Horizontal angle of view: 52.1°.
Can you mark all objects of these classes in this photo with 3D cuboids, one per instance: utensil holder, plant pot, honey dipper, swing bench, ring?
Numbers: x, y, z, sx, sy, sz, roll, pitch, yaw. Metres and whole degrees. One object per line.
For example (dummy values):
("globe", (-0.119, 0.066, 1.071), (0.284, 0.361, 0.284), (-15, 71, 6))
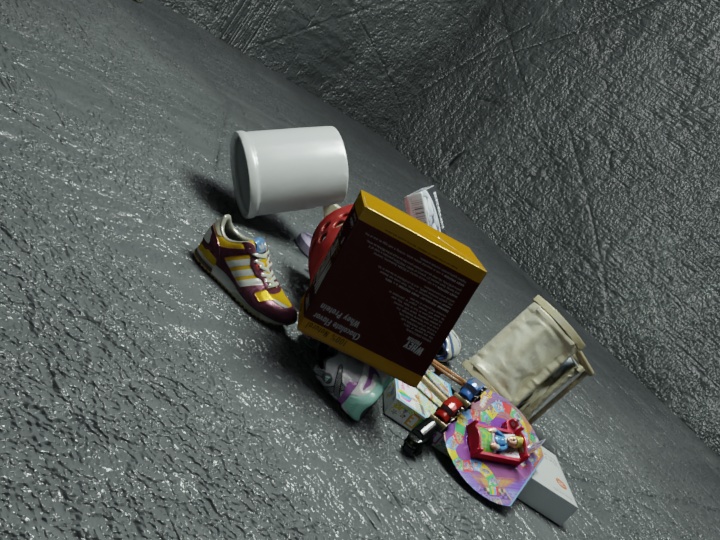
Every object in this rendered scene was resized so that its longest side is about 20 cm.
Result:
("utensil holder", (-0.143, -0.200, 1.458), (0.199, 0.171, 0.170), (-10, 37, -20))
("plant pot", (0.000, 0.000, 1.324), (0.200, 0.201, 0.183), (35, 21, -12))
("honey dipper", (0.130, 0.203, 1.209), (0.200, 0.038, 0.038), (43, 16, 9))
("swing bench", (0.328, 0.188, 1.427), (0.130, 0.199, 0.200), (48, -2, 34))
("ring", (0.166, 0.198, 1.343), (0.200, 0.019, 0.200), (35, -5, 3))

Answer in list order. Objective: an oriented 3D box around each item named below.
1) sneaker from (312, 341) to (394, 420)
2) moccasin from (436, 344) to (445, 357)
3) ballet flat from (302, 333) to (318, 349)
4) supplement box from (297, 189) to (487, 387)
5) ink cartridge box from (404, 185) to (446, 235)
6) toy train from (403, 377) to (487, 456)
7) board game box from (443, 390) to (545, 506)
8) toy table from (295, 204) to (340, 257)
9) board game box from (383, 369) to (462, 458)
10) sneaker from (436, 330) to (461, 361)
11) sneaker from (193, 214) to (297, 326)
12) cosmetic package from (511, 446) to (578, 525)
("sneaker", (-0.014, 0.136, 1.124), (0.140, 0.078, 0.200), (41, 15, 6))
("moccasin", (0.085, 0.083, 1.232), (0.200, 0.081, 0.068), (32, 11, -39))
("ballet flat", (-0.009, 0.112, 1.216), (0.200, 0.071, 0.069), (24, 22, -43))
("supplement box", (0.040, 0.024, 1.077), (0.197, 0.201, 0.133), (27, 13, -10))
("ink cartridge box", (0.144, -0.066, 1.467), (0.200, 0.043, 0.199), (-39, 117, -71))
("toy train", (0.134, 0.218, 1.134), (0.034, 0.046, 0.200), (34, 41, 26))
("board game box", (0.222, 0.267, 1.168), (0.158, 0.039, 0.200), (48, 42, 8))
("toy table", (-0.025, -0.050, 1.558), (0.200, 0.117, 0.184), (34, 16, -13))
("board game box", (0.100, 0.215, 1.241), (0.134, 0.034, 0.200), (36, 16, -10))
("sneaker", (0.126, 0.108, 1.528), (0.200, 0.075, 0.088), (41, 16, 12))
("sneaker", (-0.165, 0.000, 1.144), (0.200, 0.090, 0.075), (39, 15, 5))
("cosmetic package", (0.267, 0.329, 1.268), (0.200, 0.052, 0.151), (34, 19, -13))
